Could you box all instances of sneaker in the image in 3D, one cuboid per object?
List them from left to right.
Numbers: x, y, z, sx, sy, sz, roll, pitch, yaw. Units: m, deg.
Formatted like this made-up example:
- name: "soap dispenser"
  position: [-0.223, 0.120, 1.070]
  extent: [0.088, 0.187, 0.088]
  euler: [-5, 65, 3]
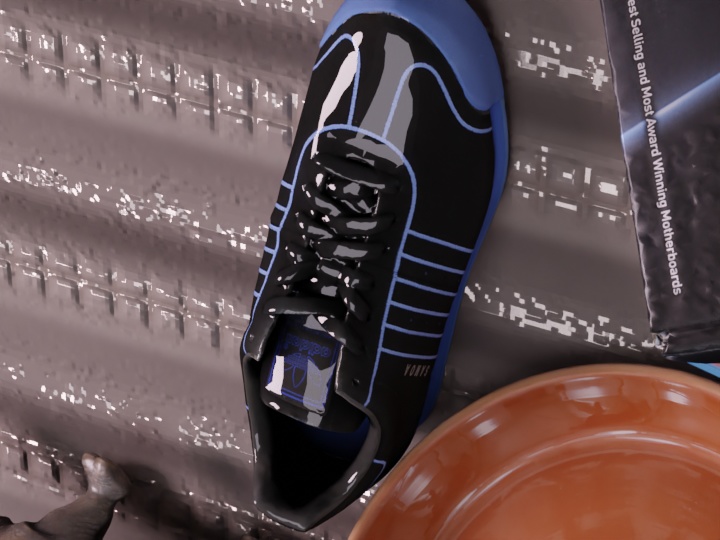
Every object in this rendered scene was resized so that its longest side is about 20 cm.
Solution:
- name: "sneaker"
  position: [0.000, 0.000, 0.759]
  extent: [0.070, 0.078, 0.201]
  euler: [18, 128, 18]

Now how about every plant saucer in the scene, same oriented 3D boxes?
- name: "plant saucer"
  position: [0.081, 0.131, 0.750]
  extent: [0.199, 0.201, 0.032]
  euler: [5, 163, 27]

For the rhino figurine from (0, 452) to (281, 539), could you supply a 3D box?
- name: "rhino figurine"
  position: [-0.116, 0.117, 0.888]
  extent: [0.199, 0.088, 0.060]
  euler: [22, 167, 17]

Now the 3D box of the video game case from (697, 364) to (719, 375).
- name: "video game case"
  position: [0.180, -0.027, 0.667]
  extent: [0.143, 0.018, 0.201]
  euler: [25, 129, 14]

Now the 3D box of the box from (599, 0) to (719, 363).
- name: "box"
  position: [0.146, -0.088, 0.551]
  extent: [0.163, 0.086, 0.201]
  euler: [-12, 82, 34]
